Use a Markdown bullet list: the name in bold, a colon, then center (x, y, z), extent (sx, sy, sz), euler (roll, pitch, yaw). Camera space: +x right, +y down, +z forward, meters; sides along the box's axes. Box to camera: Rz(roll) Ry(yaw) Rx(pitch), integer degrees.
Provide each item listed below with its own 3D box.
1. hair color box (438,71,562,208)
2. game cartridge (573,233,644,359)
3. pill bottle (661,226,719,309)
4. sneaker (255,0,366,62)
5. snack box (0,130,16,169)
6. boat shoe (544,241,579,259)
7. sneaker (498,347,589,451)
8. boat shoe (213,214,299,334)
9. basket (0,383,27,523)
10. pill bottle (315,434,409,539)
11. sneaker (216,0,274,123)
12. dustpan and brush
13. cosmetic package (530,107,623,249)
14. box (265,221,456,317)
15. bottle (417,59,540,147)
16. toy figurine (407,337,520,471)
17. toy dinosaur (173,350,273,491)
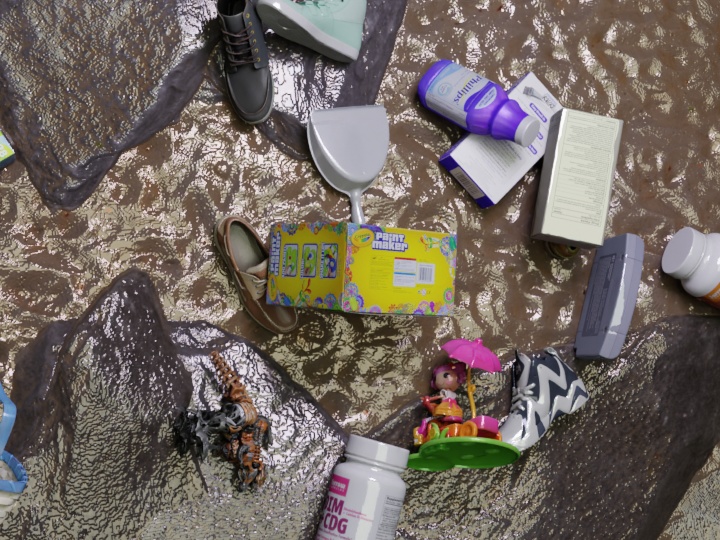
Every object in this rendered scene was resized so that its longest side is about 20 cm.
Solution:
- **hair color box**: center (0.233, -0.207, 1.757), extent (0.200, 0.065, 0.109), euler (-45, 98, -12)
- **game cartridge**: center (0.397, 0.044, 1.749), extent (0.040, 0.133, 0.201), euler (15, 83, -6)
- **pill bottle**: center (0.606, 0.008, 1.820), extent (0.199, 0.112, 0.113), euler (25, 80, -12)
- **sneaker**: center (-0.071, -0.403, 1.654), extent (0.200, 0.073, 0.119), euler (19, 82, -46)
- **snack box**: center (-0.603, -0.200, 1.522), extent (0.168, 0.068, 0.201), euler (-33, 96, -15)
- **boat shoe**: center (0.350, -0.117, 1.780), extent (0.071, 0.068, 0.201), euler (9, 83, -13)
- **sneaker**: center (0.254, 0.195, 1.728), extent (0.199, 0.079, 0.130), euler (-32, 93, -15)
- **boat shoe**: center (-0.153, 0.007, 1.630), extent (0.076, 0.072, 0.201), euler (-35, 96, -15)
- **basket**: center (-0.515, 0.249, 1.468), extent (0.138, 0.176, 0.201), euler (15, 96, -28)
- **pill bottle**: center (0.003, 0.352, 1.629), extent (0.113, 0.113, 0.201), euler (17, 81, -14)
- **sneaker**: center (-0.178, -0.321, 1.619), extent (0.074, 0.106, 0.201), euler (-9, 84, 6)
- **dustpan and brush**: center (-0.009, -0.147, 1.697), extent (0.139, 0.057, 0.201), euler (-9, 82, -28)
- **cosmetic package**: center (0.335, -0.141, 1.707), extent (0.105, 0.071, 0.201), euler (13, 85, -5)
- **box**: center (0.000, 0.000, 1.578), extent (0.199, 0.192, 0.123), euler (4, 88, -38)
- **bottle**: center (0.183, -0.252, 1.691), extent (0.200, 0.065, 0.084), euler (35, 74, 29)
- **toy figurine**: center (0.149, 0.197, 1.675), extent (0.150, 0.200, 0.185), euler (22, 59, -34)
- **toy dinosaur**: center (-0.197, 0.224, 1.609), extent (0.135, 0.102, 0.201), euler (-13, 72, -31)
